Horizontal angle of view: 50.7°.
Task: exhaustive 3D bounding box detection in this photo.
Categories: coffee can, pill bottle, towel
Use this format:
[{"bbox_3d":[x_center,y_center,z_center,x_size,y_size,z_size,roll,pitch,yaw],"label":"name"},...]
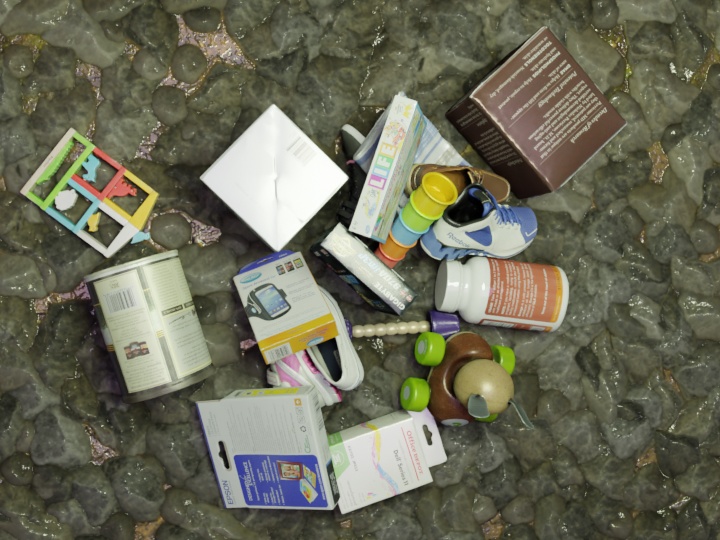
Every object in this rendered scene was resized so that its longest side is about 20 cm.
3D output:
[{"bbox_3d":[-0.321,0.083,1.164,0.146,0.146,0.200,-17,94,-6],"label":"coffee can"},{"bbox_3d":[0.229,0.036,1.248,0.200,0.112,0.112,8,91,-8],"label":"pill bottle"},{"bbox_3d":[0.091,-0.171,1.225,0.200,0.024,0.147,42,72,-24],"label":"towel"}]

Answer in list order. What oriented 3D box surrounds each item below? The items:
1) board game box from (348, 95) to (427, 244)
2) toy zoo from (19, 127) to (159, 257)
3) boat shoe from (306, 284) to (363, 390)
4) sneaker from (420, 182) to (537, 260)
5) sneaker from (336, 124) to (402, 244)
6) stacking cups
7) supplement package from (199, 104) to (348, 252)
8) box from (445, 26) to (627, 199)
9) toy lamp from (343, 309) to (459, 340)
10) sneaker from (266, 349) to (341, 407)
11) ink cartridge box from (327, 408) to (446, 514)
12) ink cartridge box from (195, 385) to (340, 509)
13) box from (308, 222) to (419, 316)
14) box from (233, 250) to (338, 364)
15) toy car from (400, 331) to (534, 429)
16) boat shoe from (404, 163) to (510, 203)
[{"bbox_3d":[0.043,-0.142,1.118,0.034,0.134,0.200,20,91,11],"label":"board game box"},{"bbox_3d":[-0.416,-0.113,1.209,0.200,0.020,0.131,37,87,-7],"label":"toy zoo"},{"bbox_3d":[-0.060,0.096,1.198,0.074,0.065,0.200,-39,64,11],"label":"boat shoe"},{"bbox_3d":[0.201,-0.079,1.193,0.199,0.115,0.081,-9,58,-22],"label":"sneaker"},{"bbox_3d":[-0.006,-0.132,1.233,0.099,0.071,0.200,-29,99,-10],"label":"sneaker"},{"bbox_3d":[0.077,-0.071,1.188,0.060,0.200,0.061,14,54,-20],"label":"stacking cups"},{"bbox_3d":[-0.130,-0.131,1.153,0.152,0.200,0.151,44,86,-6],"label":"supplement package"},{"bbox_3d":[0.274,-0.244,1.217,0.164,0.166,0.200,-43,97,-5],"label":"box"},{"bbox_3d":[0.063,0.096,1.259,0.200,0.058,0.058,-1,92,-5],"label":"toy lamp"},{"bbox_3d":[-0.120,0.152,1.225,0.088,0.081,0.200,-37,90,2],"label":"sneaker"},{"bbox_3d":[0.043,0.307,1.256,0.200,0.067,0.117,-19,94,-6],"label":"ink cartridge box"},{"bbox_3d":[-0.146,0.285,1.214,0.200,0.047,0.198,-5,105,24],"label":"ink cartridge box"},{"bbox_3d":[0.000,0.000,1.174,0.159,0.200,0.046,42,84,-7],"label":"box"},{"bbox_3d":[-0.122,0.048,1.189,0.119,0.200,0.042,-21,131,-8],"label":"box"},{"bbox_3d":[0.182,0.197,1.181,0.164,0.200,0.158,12,103,-21],"label":"toy car"},{"bbox_3d":[0.166,-0.133,1.220,0.200,0.068,0.072,3,93,-31],"label":"boat shoe"}]
